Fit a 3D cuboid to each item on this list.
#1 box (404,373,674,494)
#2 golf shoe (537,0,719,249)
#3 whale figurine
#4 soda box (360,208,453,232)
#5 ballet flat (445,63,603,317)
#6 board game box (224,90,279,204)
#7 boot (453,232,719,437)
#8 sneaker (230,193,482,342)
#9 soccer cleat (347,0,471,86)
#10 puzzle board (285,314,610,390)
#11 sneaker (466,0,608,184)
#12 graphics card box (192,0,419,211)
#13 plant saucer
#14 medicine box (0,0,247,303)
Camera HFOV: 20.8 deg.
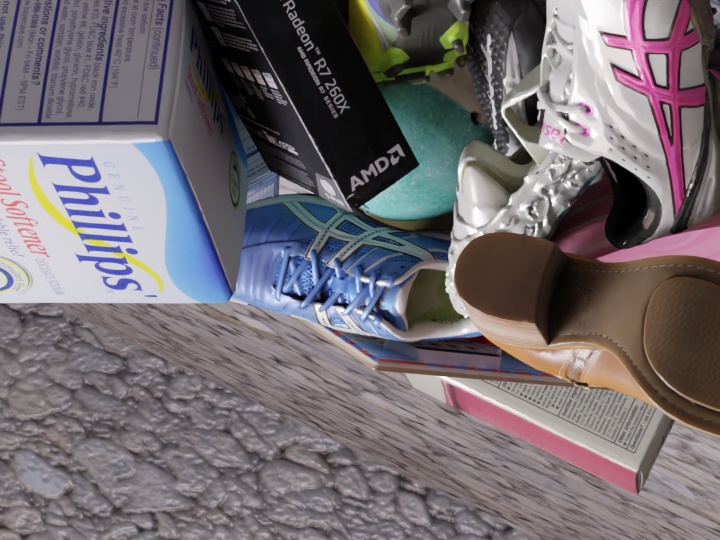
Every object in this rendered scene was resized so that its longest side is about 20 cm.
[{"bbox_3d":[0.146,0.064,1.477,0.199,0.128,0.109,25,169,14],"label":"box"},{"bbox_3d":[0.115,-0.091,0.878,0.200,0.092,0.073,56,174,-34],"label":"golf shoe"},{"bbox_3d":[-0.001,-0.089,1.201,0.200,0.104,0.159,12,162,49],"label":"whale figurine"},{"bbox_3d":[0.050,-0.033,1.320,0.068,0.064,0.200,38,179,-18],"label":"soda box"},{"bbox_3d":[0.091,-0.061,1.010,0.072,0.072,0.200,27,125,-21],"label":"ballet flat"},{"bbox_3d":[-0.105,-0.104,1.249,0.201,0.062,0.200,62,161,-10],"label":"board game box"},{"bbox_3d":[0.150,0.037,0.964,0.199,0.074,0.155,24,175,22],"label":"boot"},{"bbox_3d":[0.000,0.000,1.176,0.199,0.076,0.077,5,-167,-3],"label":"sneaker"},{"bbox_3d":[0.021,-0.148,1.010,0.064,0.084,0.200,-14,170,-8],"label":"soccer cleat"},{"bbox_3d":[0.059,0.042,1.264,0.199,0.017,0.151,6,-168,-31],"label":"puzzle board"},{"bbox_3d":[0.107,-0.090,1.086,0.200,0.080,0.074,68,-178,-56],"label":"sneaker"},{"bbox_3d":[-0.054,-0.134,1.031,0.201,0.051,0.125,62,165,-23],"label":"graphics card box"},{"bbox_3d":[0.168,-0.010,1.095,0.199,0.051,0.201,-10,159,-4],"label":"plant saucer"},{"bbox_3d":[-0.175,-0.066,1.063,0.199,0.103,0.182,0,153,9],"label":"medicine box"}]
